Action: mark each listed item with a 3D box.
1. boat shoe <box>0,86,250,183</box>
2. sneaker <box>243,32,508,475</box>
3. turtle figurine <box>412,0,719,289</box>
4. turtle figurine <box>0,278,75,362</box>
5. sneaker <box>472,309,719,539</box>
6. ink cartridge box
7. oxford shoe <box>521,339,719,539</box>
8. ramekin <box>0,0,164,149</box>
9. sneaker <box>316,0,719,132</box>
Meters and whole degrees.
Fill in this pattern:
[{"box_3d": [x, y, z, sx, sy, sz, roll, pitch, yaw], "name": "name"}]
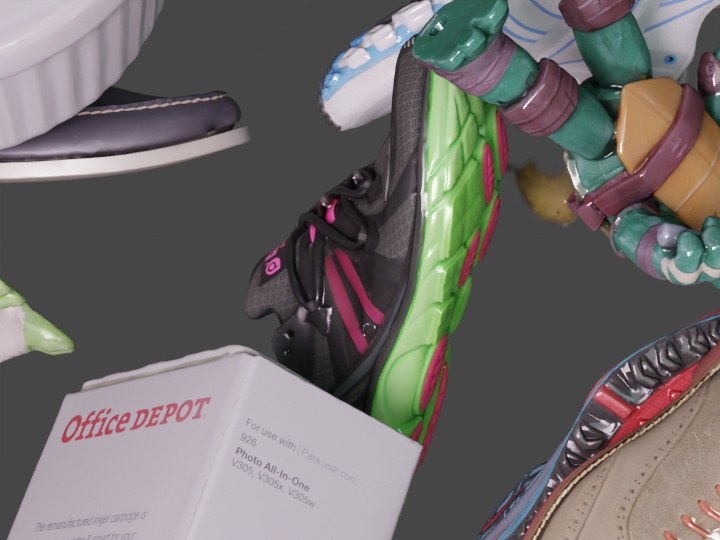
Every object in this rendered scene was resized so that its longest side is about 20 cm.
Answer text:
[{"box_3d": [-0.143, -0.064, 1.127, 0.200, 0.073, 0.063, -3, 93, 3], "name": "boat shoe"}, {"box_3d": [0.000, 0.000, 1.105, 0.084, 0.077, 0.200, 20, 113, 11], "name": "sneaker"}, {"box_3d": [0.114, -0.047, 1.067, 0.200, 0.101, 0.150, 41, 45, -21], "name": "turtle figurine"}, {"box_3d": [-0.177, 0.093, 1.091, 0.194, 0.200, 0.144, -51, 124, -6], "name": "turtle figurine"}, {"box_3d": [0.092, 0.082, 1.114, 0.079, 0.096, 0.200, 41, 102, -11], "name": "sneaker"}, {"box_3d": [-0.075, 0.138, 1.055, 0.087, 0.145, 0.200, 28, 68, -26], "name": "ink cartridge box"}, {"box_3d": [0.114, 0.085, 1.019, 0.070, 0.075, 0.200, 39, 84, -9], "name": "oxford shoe"}, {"box_3d": [-0.160, -0.132, 1.085, 0.202, 0.094, 0.203, -1, 62, 2], "name": "ramekin"}, {"box_3d": [0.081, -0.089, 1.134, 0.200, 0.075, 0.087, -26, 96, -1], "name": "sneaker"}]
